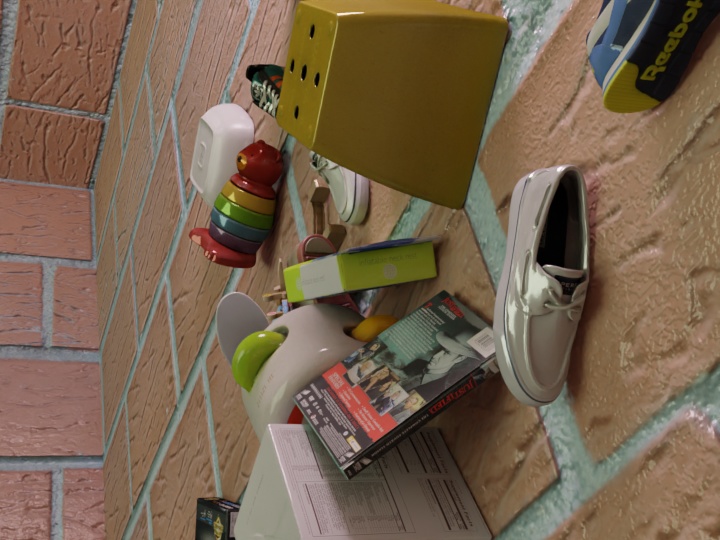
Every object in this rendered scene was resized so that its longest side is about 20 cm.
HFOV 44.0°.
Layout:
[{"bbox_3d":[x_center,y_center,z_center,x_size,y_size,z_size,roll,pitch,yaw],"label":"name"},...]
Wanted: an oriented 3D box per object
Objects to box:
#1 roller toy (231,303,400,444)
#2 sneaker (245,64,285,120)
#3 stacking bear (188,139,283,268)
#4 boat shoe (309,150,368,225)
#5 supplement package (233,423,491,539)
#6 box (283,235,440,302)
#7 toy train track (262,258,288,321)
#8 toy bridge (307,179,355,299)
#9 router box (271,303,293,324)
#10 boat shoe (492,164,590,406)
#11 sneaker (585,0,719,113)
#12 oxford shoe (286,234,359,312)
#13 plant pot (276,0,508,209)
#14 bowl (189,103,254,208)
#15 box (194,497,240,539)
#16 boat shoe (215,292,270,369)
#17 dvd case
[{"bbox_3d":[-0.034,0.145,1.010,0.140,0.196,0.186,-132,29,-58],"label":"roller toy"},{"bbox_3d":[-0.136,-0.273,1.427,0.201,0.078,0.072,-119,42,-51],"label":"sneaker"},{"bbox_3d":[-0.191,-0.118,1.493,0.121,0.112,0.203,40,111,50],"label":"stacking bear"},{"bbox_3d":[-0.039,-0.150,1.210,0.074,0.066,0.203,125,142,-48],"label":"boat shoe"},{"bbox_3d":[-0.005,0.263,0.896,0.151,0.196,0.154,-118,41,-50],"label":"supplement package"},{"bbox_3d":[0.000,0.000,1.028,0.199,0.120,0.049,-13,87,65],"label":"box"},{"bbox_3d":[-0.107,0.054,1.140,0.200,0.032,0.117,-120,21,-77],"label":"toy train track"},{"bbox_3d":[-0.045,-0.037,1.248,0.068,0.027,0.202,119,145,-43],"label":"toy bridge"},{"bbox_3d":[-0.082,0.150,1.251,0.202,0.061,0.151,-109,34,-41],"label":"router box"},{"bbox_3d":[0.156,0.011,0.744,0.065,0.072,0.205,162,110,-68],"label":"boat shoe"},{"bbox_3d":[0.224,-0.212,0.640,0.201,0.073,0.083,121,147,-42],"label":"sneaker"},{"bbox_3d":[-0.047,0.059,1.158,0.074,0.069,0.204,-25,75,53],"label":"oxford shoe"},{"bbox_3d":[0.016,-0.200,0.969,0.200,0.173,0.204,-135,55,-60],"label":"plant pot"},{"bbox_3d":[-0.277,-0.221,1.741,0.200,0.073,0.204,46,125,58],"label":"bowl"},{"bbox_3d":[-0.246,0.491,1.566,0.199,0.045,0.163,165,108,-64],"label":"box"},{"bbox_3d":[-0.125,0.120,1.133,0.202,0.069,0.066,60,171,-6],"label":"boat shoe"},{"bbox_3d":[0.039,0.105,0.873,0.022,0.198,0.146,59,170,-29],"label":"dvd case"}]
